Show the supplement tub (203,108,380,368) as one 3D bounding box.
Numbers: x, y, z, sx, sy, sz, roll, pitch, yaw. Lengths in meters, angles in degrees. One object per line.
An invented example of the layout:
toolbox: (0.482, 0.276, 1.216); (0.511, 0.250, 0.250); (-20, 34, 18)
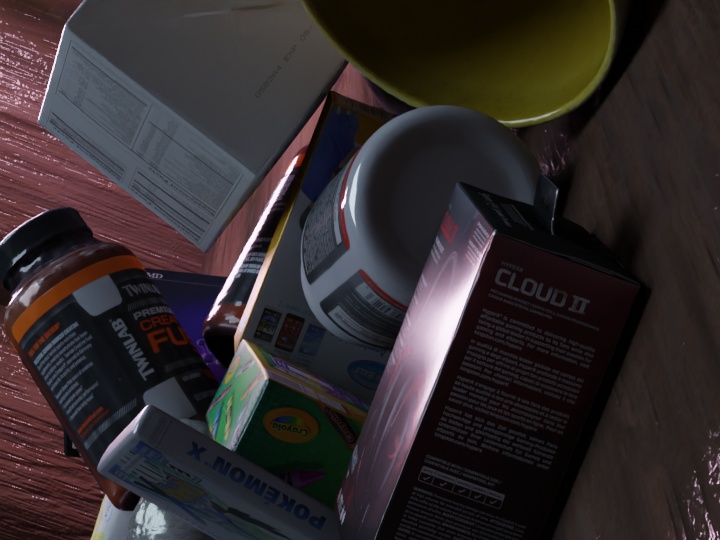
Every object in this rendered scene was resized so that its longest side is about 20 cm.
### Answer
supplement tub: (-0.022, -0.015, 1.487); (0.201, 0.107, 0.107); (-62, 5, -22)

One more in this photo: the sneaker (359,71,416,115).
sneaker: (0.057, -0.139, 1.400); (0.088, 0.074, 0.200); (-39, 15, -12)

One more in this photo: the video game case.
video game case: (-0.056, 0.139, 1.183); (0.022, 0.182, 0.200); (-61, 6, -16)

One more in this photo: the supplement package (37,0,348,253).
supplement package: (-0.101, -0.135, 1.388); (0.152, 0.150, 0.200); (-54, 3, -19)

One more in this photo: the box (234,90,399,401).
box: (0.000, 0.000, 1.365); (0.041, 0.118, 0.201); (-106, 36, -75)

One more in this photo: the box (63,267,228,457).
box: (-0.108, 0.074, 1.577); (0.141, 0.199, 0.079); (-81, -4, -54)

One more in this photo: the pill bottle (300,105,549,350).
pill bottle: (0.028, -0.016, 1.226); (0.200, 0.115, 0.116); (141, 148, -74)

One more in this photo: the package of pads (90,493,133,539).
package of pads: (-0.133, 0.240, 1.548); (0.068, 0.154, 0.201); (-87, 18, -63)

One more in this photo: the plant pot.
plant pot: (0.075, -0.201, 1.174); (0.142, 0.199, 0.200); (-57, -1, -36)

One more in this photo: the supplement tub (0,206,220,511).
supplement tub: (-0.173, 0.056, 1.457); (0.107, 0.200, 0.107); (-32, -13, -9)

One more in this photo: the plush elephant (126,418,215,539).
plush elephant: (-0.087, 0.184, 1.372); (0.200, 0.154, 0.166); (134, 155, -72)

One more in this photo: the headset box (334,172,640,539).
headset box: (0.058, 0.053, 1.009); (0.149, 0.075, 0.201); (-109, 39, -78)

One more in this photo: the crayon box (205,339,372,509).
crayon box: (-0.023, 0.101, 1.263); (0.058, 0.118, 0.200); (-63, 8, 1)
